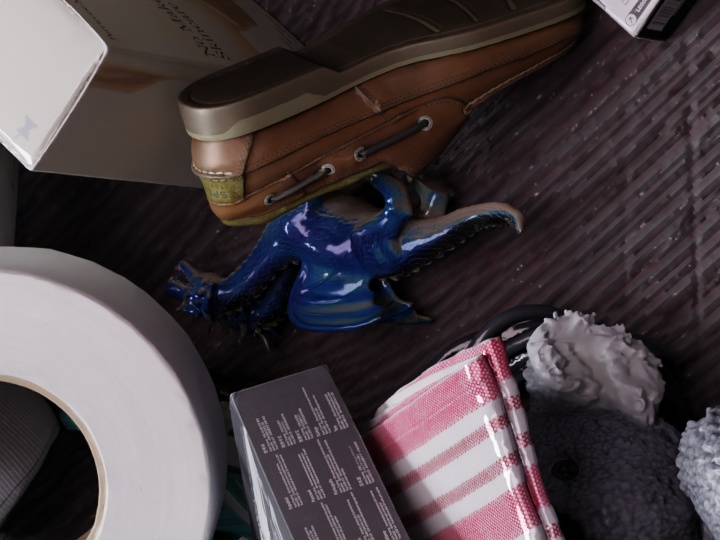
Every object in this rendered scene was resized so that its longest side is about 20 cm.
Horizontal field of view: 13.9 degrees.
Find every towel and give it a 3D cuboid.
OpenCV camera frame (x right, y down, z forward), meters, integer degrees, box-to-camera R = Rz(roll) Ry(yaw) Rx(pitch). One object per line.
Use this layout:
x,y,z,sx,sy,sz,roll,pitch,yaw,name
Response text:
0.061,0.137,1.219,0.201,0.030,0.146,71,158,9,towel

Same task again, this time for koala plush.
0.132,0.121,1.260,0.200,0.184,0.178,21,107,35,koala plush

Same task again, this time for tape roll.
-0.164,0.091,1.353,0.202,0.071,0.203,1,100,5,tape roll

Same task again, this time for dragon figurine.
0.000,0.000,1.408,0.200,0.059,0.100,10,95,32,dragon figurine

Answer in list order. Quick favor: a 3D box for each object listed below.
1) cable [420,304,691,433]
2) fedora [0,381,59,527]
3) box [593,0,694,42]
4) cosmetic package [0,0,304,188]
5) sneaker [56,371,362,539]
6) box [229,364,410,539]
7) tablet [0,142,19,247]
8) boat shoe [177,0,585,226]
0.080,0.112,1.362,0.200,0.051,0.163,-49,66,21,cable
-0.217,0.094,1.496,0.090,0.177,0.200,37,127,-14,fedora
0.151,-0.216,1.334,0.110,0.035,0.200,44,111,24,box
-0.108,-0.097,1.393,0.105,0.200,0.071,43,109,24,cosmetic package
-0.081,0.097,1.436,0.200,0.077,0.080,21,110,43,sneaker
0.003,0.165,1.266,0.050,0.158,0.200,-17,46,-10,box
-0.182,-0.079,1.446,0.014,0.130,0.200,-5,51,2,tablet
0.014,-0.080,1.360,0.072,0.199,0.068,-133,26,-64,boat shoe
